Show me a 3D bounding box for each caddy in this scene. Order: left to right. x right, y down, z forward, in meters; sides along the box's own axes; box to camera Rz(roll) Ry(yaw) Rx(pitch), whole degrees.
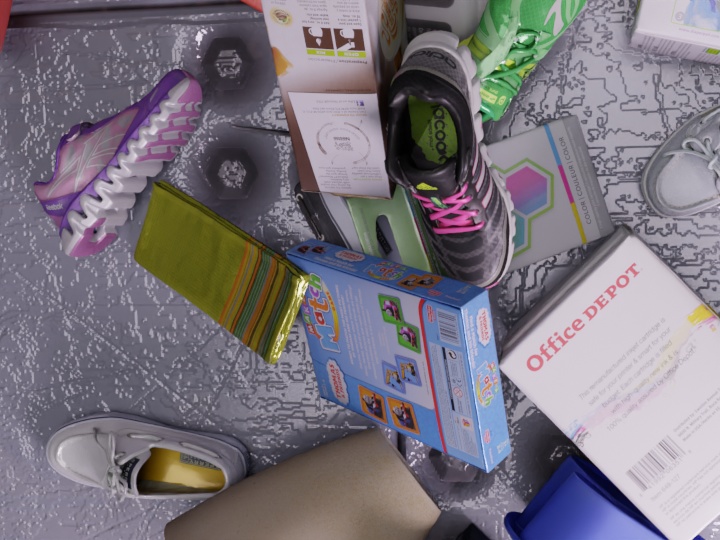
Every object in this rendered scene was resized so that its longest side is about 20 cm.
[{"bbox_3d":[0.215,0.247,0.886,0.199,0.141,0.105,33,96,6],"label":"caddy"}]

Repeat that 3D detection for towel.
[{"bbox_3d":[-0.130,-0.002,0.940,0.199,0.018,0.087,32,108,32],"label":"towel"}]

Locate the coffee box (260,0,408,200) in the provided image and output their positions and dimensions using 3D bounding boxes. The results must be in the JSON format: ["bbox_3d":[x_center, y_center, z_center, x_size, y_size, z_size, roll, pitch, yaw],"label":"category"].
[{"bbox_3d":[-0.011,-0.165,0.814,0.079,0.115,0.201,6,139,14],"label":"coffee box"}]

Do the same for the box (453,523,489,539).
[{"bbox_3d":[0.103,0.328,0.884,0.148,0.200,0.107,43,101,4],"label":"box"}]

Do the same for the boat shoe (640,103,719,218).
[{"bbox_3d":[0.322,-0.110,0.865,0.201,0.065,0.075,-29,90,12],"label":"boat shoe"}]

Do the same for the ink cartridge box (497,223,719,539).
[{"bbox_3d":[0.233,0.083,0.861,0.147,0.145,0.200,-45,87,11],"label":"ink cartridge box"}]

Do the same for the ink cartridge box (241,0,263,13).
[{"bbox_3d":[-0.084,-0.340,0.924,0.108,0.050,0.201,30,100,6],"label":"ink cartridge box"}]

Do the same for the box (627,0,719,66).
[{"bbox_3d":[0.285,-0.270,0.830,0.101,0.112,0.202,14,98,10],"label":"box"}]

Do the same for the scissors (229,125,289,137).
[{"bbox_3d":[-0.021,-0.117,0.950,0.199,0.073,0.014,15,119,32],"label":"scissors"}]

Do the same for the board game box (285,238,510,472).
[{"bbox_3d":[0.028,0.065,0.874,0.199,0.036,0.152,17,128,43],"label":"board game box"}]

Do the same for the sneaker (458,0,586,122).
[{"bbox_3d":[0.109,-0.160,0.813,0.074,0.084,0.200,19,140,-19],"label":"sneaker"}]

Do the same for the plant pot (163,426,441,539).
[{"bbox_3d":[-0.035,0.234,0.927,0.200,0.187,0.188,-38,88,-3],"label":"plant pot"}]

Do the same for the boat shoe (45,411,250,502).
[{"bbox_3d":[-0.208,0.183,0.985,0.200,0.086,0.075,8,97,9],"label":"boat shoe"}]

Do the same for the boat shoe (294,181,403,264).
[{"bbox_3d":[0.000,0.000,0.941,0.066,0.070,0.201,-22,100,36],"label":"boat shoe"}]

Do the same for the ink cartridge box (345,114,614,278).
[{"bbox_3d":[0.099,-0.047,0.885,0.199,0.059,0.105,-19,92,-8],"label":"ink cartridge box"}]

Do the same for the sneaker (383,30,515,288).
[{"bbox_3d":[0.060,-0.068,0.782,0.073,0.087,0.201,-1,116,27],"label":"sneaker"}]

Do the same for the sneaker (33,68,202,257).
[{"bbox_3d":[-0.227,-0.110,0.966,0.088,0.080,0.200,44,103,11],"label":"sneaker"}]

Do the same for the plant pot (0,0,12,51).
[{"bbox_3d":[-0.380,-0.308,0.925,0.199,0.200,0.179,22,89,8],"label":"plant pot"}]

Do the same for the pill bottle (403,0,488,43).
[{"bbox_3d":[0.047,-0.247,0.878,0.198,0.114,0.115,8,97,9],"label":"pill bottle"}]
